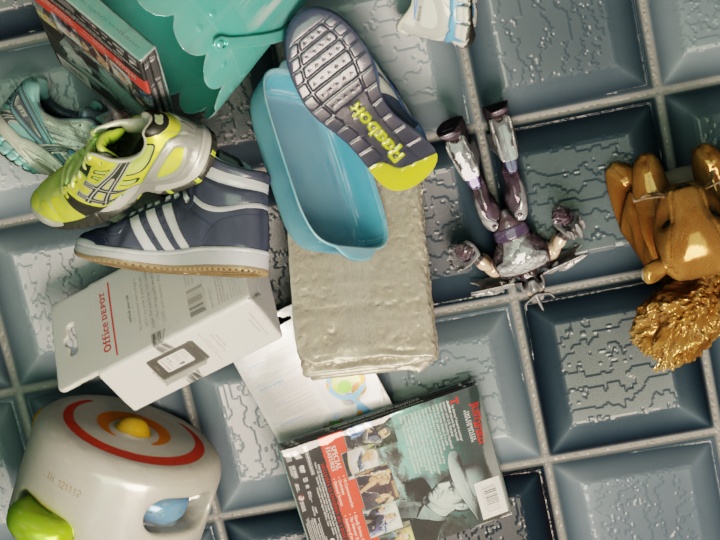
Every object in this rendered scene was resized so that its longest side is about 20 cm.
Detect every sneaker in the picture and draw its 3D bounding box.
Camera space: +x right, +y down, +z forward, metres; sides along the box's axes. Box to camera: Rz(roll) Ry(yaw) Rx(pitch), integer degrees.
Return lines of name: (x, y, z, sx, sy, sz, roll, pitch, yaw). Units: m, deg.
sneaker: (-0.219, -0.096, 1.458, 0.200, 0.075, 0.076, -22, 142, 31)
sneaker: (-0.163, -0.052, 1.489, 0.200, 0.070, 0.109, 3, 85, 29)
sneaker: (-0.008, -0.158, 1.487, 0.074, 0.082, 0.200, -31, 126, 7)
sneaker: (-0.249, -0.107, 1.558, 0.200, 0.078, 0.086, 32, 101, -3)
sneaker: (0.061, -0.299, 1.485, 0.087, 0.075, 0.200, 4, 104, 10)

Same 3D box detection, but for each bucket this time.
bucket: (-0.153, -0.246, 1.442, 0.207, 0.207, 0.135, 45, 77, -6)

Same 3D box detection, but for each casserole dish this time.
casserole dish: (-0.042, -0.093, 1.505, 0.039, 0.121, 0.200, -29, 70, 35)

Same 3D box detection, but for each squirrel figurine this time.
squirrel figurine: (0.297, -0.012, 1.474, 0.141, 0.187, 0.200, -6, 104, 6)

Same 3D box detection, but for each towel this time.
towel: (0.000, 0.000, 1.542, 0.132, 0.034, 0.200, -5, 73, 3)

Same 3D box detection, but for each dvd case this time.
dvd case: (-0.223, -0.187, 1.457, 0.146, 0.200, 0.022, 40, 75, 13)
dvd case: (0.035, 0.201, 1.604, 0.200, 0.022, 0.146, -19, 108, -5)

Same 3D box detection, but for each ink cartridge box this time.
ink cartridge box: (-0.182, 0.047, 1.556, 0.200, 0.116, 0.067, -26, 136, 11)

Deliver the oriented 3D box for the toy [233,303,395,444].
toy: (-0.036, 0.120, 1.609, 0.115, 0.047, 0.200, -26, 104, 4)

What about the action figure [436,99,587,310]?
action figure: (0.133, -0.051, 1.542, 0.130, 0.069, 0.200, -22, 106, 0)

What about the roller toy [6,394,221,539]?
roller toy: (-0.230, 0.201, 1.579, 0.182, 0.200, 0.140, 16, 104, -10)
